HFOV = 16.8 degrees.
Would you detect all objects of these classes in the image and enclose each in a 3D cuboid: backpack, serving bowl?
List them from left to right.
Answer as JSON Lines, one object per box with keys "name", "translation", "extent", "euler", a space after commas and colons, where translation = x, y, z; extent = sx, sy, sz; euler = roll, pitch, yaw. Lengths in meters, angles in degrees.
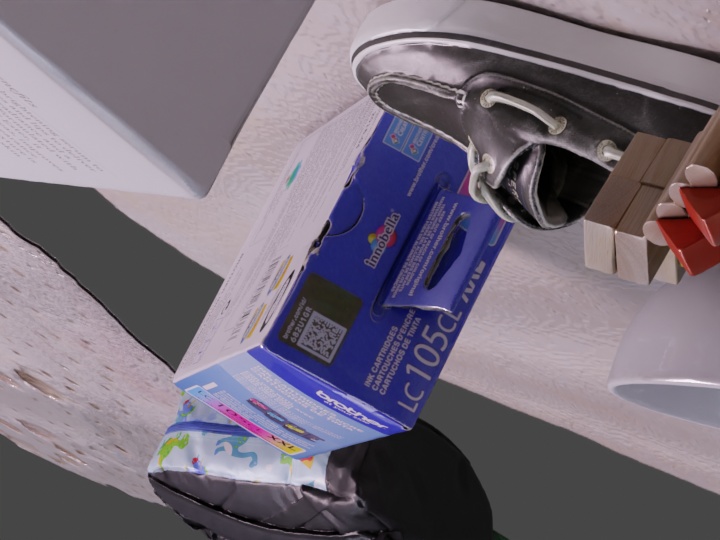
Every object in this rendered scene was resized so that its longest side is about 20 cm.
{"name": "backpack", "translation": [-0.035, 0.127, 1.528], "extent": [0.200, 0.154, 0.163], "euler": [-9, 147, 32]}
{"name": "serving bowl", "translation": [0.193, 0.030, 0.883], "extent": [0.200, 0.066, 0.200], "euler": [10, 174, 1]}

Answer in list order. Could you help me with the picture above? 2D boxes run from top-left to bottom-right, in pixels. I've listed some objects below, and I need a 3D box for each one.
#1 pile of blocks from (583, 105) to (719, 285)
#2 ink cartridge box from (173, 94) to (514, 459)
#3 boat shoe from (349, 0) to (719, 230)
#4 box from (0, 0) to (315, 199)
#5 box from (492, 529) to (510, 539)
{"name": "pile of blocks", "translation": [0.136, -0.027, 0.746], "extent": [0.082, 0.062, 0.200], "euler": [39, 145, -5]}
{"name": "ink cartridge box", "translation": [0.000, 0.000, 1.036], "extent": [0.076, 0.137, 0.200], "euler": [30, 165, -9]}
{"name": "boat shoe", "translation": [0.067, -0.051, 0.892], "extent": [0.200, 0.064, 0.071], "euler": [16, 160, 40]}
{"name": "box", "translation": [-0.105, -0.119, 0.814], "extent": [0.106, 0.152, 0.200], "euler": [40, 160, -33]}
{"name": "box", "translation": [0.102, 0.226, 1.760], "extent": [0.200, 0.036, 0.144], "euler": [31, 165, -12]}
